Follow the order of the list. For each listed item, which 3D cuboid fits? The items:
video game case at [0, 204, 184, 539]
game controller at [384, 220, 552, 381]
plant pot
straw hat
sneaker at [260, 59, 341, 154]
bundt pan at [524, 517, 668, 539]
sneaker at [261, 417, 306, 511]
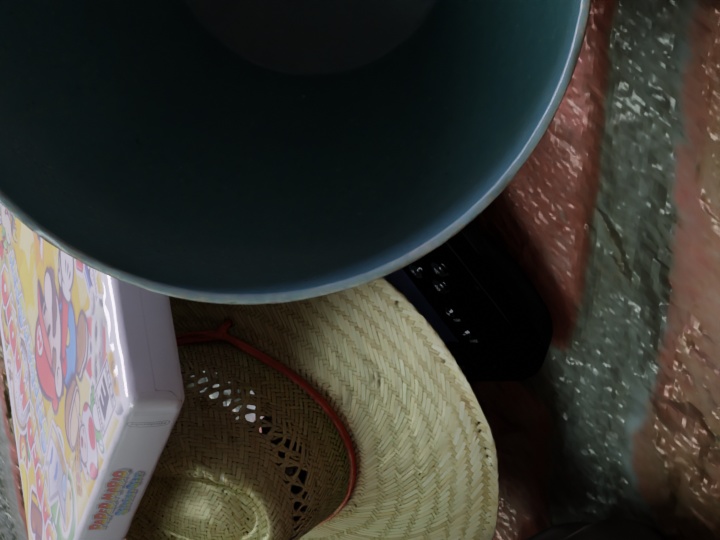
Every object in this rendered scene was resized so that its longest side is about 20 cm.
[{"bbox_3d":[-0.105,0.001,0.997,0.182,0.023,0.200,117,146,-56],"label":"video game case"},{"bbox_3d":[0.000,0.000,1.063,0.104,0.042,0.200,60,157,-12],"label":"game controller"},{"bbox_3d":[-0.026,-0.100,0.831,0.200,0.200,0.135,56,-168,-4],"label":"plant pot"},{"bbox_3d":[-0.054,0.070,1.046,0.201,0.085,0.201,22,132,27],"label":"straw hat"},{"bbox_3d":[-0.048,-0.076,0.968,0.200,0.087,0.075,30,113,46],"label":"sneaker"},{"bbox_3d":[0.116,0.175,1.035,0.202,0.076,0.202,42,153,27],"label":"bundt pan"},{"bbox_3d":[-0.008,0.098,1.135,0.070,0.076,0.200,27,155,30],"label":"sneaker"}]
